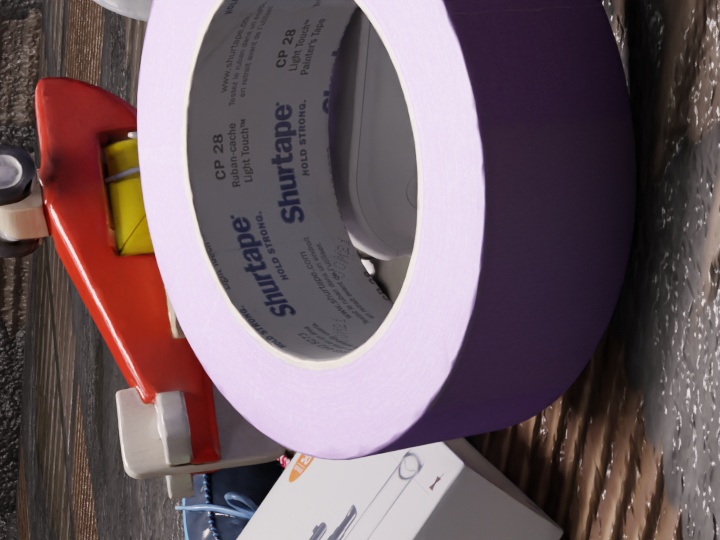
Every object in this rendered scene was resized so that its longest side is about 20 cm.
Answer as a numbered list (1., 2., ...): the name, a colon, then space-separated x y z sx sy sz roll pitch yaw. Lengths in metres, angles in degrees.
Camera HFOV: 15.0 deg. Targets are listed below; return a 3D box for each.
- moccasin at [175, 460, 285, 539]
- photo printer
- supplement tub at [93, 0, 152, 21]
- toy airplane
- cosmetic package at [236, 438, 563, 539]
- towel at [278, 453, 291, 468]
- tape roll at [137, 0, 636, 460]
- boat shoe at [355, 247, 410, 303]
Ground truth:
1. moccasin: -0.030 0.152 1.329 0.068 0.080 0.200 108 146 -42
2. photo printer: 0.015 -0.108 1.050 0.166 0.069 0.200 -119 32 -69
3. supplement tub: -0.080 -0.207 1.101 0.200 0.122 0.123 82 179 -51
4. toy airplane: -0.083 0.007 1.310 0.200 0.141 0.199 34 148 62
5. cosmetic package: -0.007 0.125 1.042 0.151 0.052 0.200 -53 14 0
6. towel: -0.043 0.176 1.495 0.200 0.022 0.145 -161 71 -78
7. tape roll: 0.004 -0.039 0.924 0.200 0.066 0.200 14 107 52
8. boat shoe: 0.000 0.000 1.171 0.200 0.057 0.067 -165 77 -79
